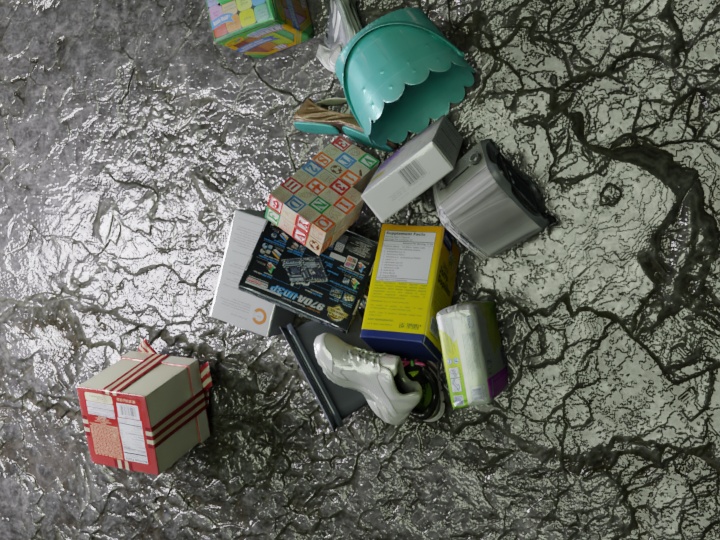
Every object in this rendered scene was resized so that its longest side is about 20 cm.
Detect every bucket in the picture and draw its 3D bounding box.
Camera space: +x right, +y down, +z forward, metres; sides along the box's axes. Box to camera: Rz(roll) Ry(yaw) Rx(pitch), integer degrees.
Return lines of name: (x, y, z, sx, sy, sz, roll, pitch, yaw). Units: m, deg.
bucket: (0.065, -0.314, 1.544, 0.207, 0.207, 0.135, -38, 75, 20)

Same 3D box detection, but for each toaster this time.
toaster: (0.206, -0.104, 1.517, 0.129, 0.200, 0.114, -33, 41, 24)

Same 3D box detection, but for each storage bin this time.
storage bin: (-0.033, 0.161, 1.650, 0.134, 0.146, 0.200, -27, 81, -6)

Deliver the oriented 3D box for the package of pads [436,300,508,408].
package of pads: (0.181, 0.125, 1.513, 0.068, 0.200, 0.155, -11, 88, 17)

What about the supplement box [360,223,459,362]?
supplement box: (0.084, 0.036, 1.561, 0.109, 0.110, 0.200, 4, 70, 22)

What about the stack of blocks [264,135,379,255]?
stack of blocks: (-0.051, -0.128, 1.590, 0.115, 0.200, 0.059, 34, 141, 12)

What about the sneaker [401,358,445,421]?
sneaker: (0.094, 0.162, 1.607, 0.074, 0.087, 0.200, -12, 89, 15)

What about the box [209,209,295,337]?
box: (-0.173, 0.003, 1.709, 0.124, 0.097, 0.200, 18, 99, 20)

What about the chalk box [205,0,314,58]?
chalk box: (-0.184, -0.453, 1.633, 0.124, 0.200, 0.124, -14, 87, 23)

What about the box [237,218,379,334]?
box: (-0.083, -0.005, 1.595, 0.200, 0.046, 0.159, 22, 78, 2)

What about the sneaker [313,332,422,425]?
sneaker: (0.019, 0.155, 1.538, 0.200, 0.078, 0.099, 37, 126, -6)

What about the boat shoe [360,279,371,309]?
boat shoe: (0.000, 0.000, 1.651, 0.072, 0.072, 0.200, -43, 81, 10)

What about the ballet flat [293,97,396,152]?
ballet flat: (-0.021, -0.262, 1.659, 0.200, 0.068, 0.072, 16, 79, 25)

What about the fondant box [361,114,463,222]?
fondant box: (0.086, -0.167, 1.535, 0.144, 0.200, 0.058, -36, 100, 21)

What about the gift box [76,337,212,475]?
gift box: (-0.384, 0.242, 1.758, 0.184, 0.187, 0.200, 9, 111, 24)

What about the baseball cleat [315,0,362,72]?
baseball cleat: (-0.044, -0.420, 1.648, 0.106, 0.070, 0.200, -25, 83, 21)
